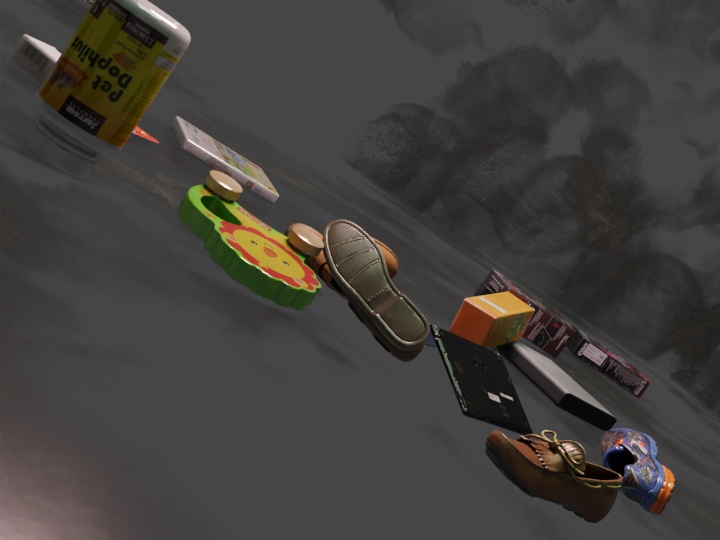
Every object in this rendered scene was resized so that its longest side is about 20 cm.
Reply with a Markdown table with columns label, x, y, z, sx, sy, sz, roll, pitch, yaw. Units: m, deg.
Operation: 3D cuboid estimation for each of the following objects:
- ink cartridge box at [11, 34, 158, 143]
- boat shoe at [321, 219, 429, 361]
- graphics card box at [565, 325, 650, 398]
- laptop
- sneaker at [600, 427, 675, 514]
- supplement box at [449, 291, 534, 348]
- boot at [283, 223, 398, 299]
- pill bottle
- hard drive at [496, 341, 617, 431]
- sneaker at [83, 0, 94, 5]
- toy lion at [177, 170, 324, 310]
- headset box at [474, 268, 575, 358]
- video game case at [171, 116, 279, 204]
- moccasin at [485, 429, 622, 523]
| label | x | y | z | sx | sy | sz | roll | pitch | yaw |
| --- | --- | --- | --- | --- | --- | --- | --- | --- | --- |
| ink cartridge box | -0.392 | -0.263 | 1.766 | 0.162 | 0.057 | 0.200 | 37 | 13 | 22 |
| boat shoe | 0.009 | 0.030 | 1.510 | 0.200 | 0.072 | 0.068 | 58 | -22 | 21 |
| graphics card box | 0.575 | 0.214 | 2.832 | 0.200 | 0.051 | 0.125 | 32 | 9 | -8 |
| laptop | 0.112 | 0.138 | 1.580 | 0.177 | 0.103 | 0.200 | 24 | 39 | -50 |
| sneaker | 0.371 | 0.262 | 1.675 | 0.078 | 0.075 | 0.200 | 29 | 7 | -11 |
| supplement box | 0.223 | 0.083 | 2.015 | 0.069 | 0.067 | 0.200 | 30 | 16 | 21 |
| boot | 0.000 | 0.000 | 1.680 | 0.200 | 0.077 | 0.155 | 25 | 10 | -37 |
| pill bottle | -0.281 | -0.204 | 1.316 | 0.109 | 0.200 | 0.109 | 34 | 8 | -5 |
| hard drive | 0.332 | 0.192 | 2.052 | 0.139 | 0.033 | 0.200 | 29 | 10 | -35 |
| sneaker | -0.714 | -0.729 | 3.159 | 0.200 | 0.078 | 0.090 | 32 | -11 | -38 |
| toy lion | -0.132 | -0.029 | 1.429 | 0.200 | 0.069 | 0.192 | 35 | 16 | 2 |
| headset box | 0.336 | 0.084 | 2.537 | 0.200 | 0.075 | 0.149 | 32 | 9 | -15 |
| video game case | -0.233 | -0.189 | 2.052 | 0.182 | 0.023 | 0.200 | 31 | 8 | -21 |
| moccasin | 0.213 | 0.212 | 1.305 | 0.201 | 0.078 | 0.074 | 30 | 9 | -30 |
